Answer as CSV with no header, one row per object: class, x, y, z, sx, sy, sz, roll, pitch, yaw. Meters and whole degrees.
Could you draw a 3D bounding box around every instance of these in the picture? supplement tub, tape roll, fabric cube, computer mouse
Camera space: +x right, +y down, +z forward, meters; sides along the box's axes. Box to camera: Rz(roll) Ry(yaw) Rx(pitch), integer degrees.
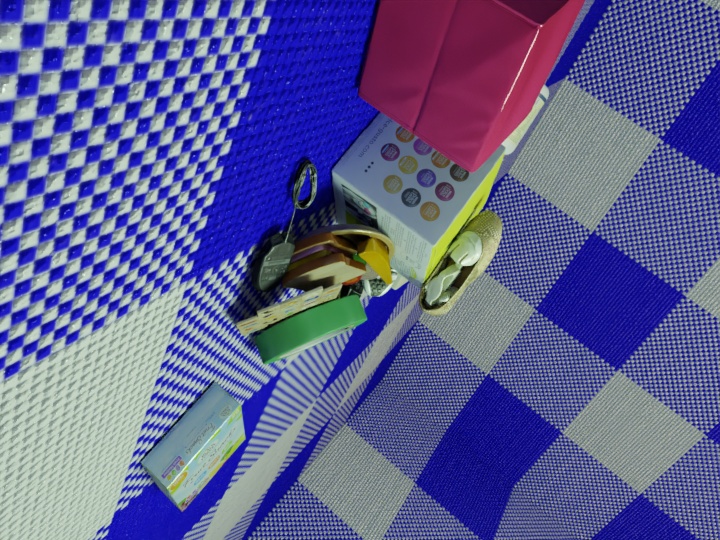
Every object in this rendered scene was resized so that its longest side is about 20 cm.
supplement tub,0.328,-0.365,1.439,0.203,0.144,0.145,-58,168,15
tape roll,-0.085,0.103,1.077,0.196,0.049,0.201,-24,172,-3
fabric cube,0.137,-0.290,0.765,0.196,0.198,0.202,-44,163,-36
computer mouse,-0.107,-0.060,0.842,0.058,0.034,0.204,-6,126,-53

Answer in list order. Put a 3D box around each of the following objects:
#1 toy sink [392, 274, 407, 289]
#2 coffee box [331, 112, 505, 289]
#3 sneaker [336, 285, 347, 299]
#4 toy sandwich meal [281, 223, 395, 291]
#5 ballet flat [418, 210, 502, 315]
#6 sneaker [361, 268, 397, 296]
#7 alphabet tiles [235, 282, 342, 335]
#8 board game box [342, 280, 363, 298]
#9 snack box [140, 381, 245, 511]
toy sink,0.114,-0.068,1.484,0.199,0.111,0.132,-32,155,-51
coffee box,0.089,-0.130,1.004,0.201,0.196,0.201,-50,167,-16
sneaker,-0.044,-0.004,1.166,0.202,0.073,0.082,-62,-178,35
toy sandwich meal,-0.035,-0.004,0.951,0.199,0.072,0.206,-7,156,-3
ballet flat,0.156,-0.005,0.985,0.065,0.070,0.203,-9,133,-54
sneaker,0.033,-0.050,1.147,0.081,0.073,0.206,154,-55,-66
alphabet tiles,-0.109,0.062,0.951,0.162,0.006,0.200,-21,171,-11
board game box,0.000,0.000,1.233,0.136,0.028,0.203,119,-8,-53
snack box,-0.276,0.305,1.052,0.169,0.067,0.202,-48,165,-27
